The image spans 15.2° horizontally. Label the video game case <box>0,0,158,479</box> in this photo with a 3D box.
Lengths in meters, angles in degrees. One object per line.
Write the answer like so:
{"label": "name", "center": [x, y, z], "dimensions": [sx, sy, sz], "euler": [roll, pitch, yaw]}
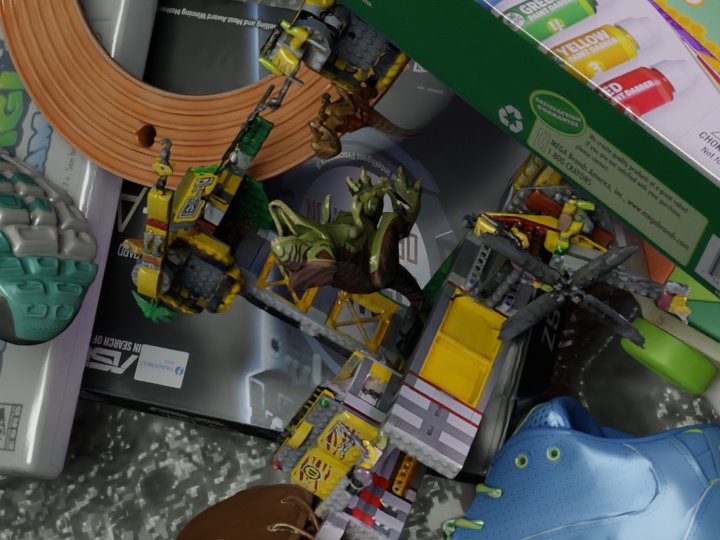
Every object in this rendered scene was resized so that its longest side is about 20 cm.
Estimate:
{"label": "video game case", "center": [-0.169, -0.023, 1.054], "dimensions": [0.182, 0.024, 0.200], "euler": [2, 76, 36]}

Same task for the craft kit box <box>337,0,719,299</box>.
{"label": "craft kit box", "center": [0.108, -0.102, 0.826], "dimensions": [0.200, 0.049, 0.198], "euler": [39, 52, 16]}

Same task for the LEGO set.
{"label": "LEGO set", "center": [0.000, 0.000, 0.871], "dimensions": [0.154, 0.200, 0.116], "euler": [36, 45, -12]}

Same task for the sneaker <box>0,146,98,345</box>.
{"label": "sneaker", "center": [-0.169, -0.012, 1.001], "dimensions": [0.200, 0.078, 0.091], "euler": [38, 110, 44]}

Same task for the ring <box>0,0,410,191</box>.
{"label": "ring", "center": [-0.049, -0.126, 0.974], "dimensions": [0.200, 0.019, 0.201], "euler": [-4, 82, 30]}

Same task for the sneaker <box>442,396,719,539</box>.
{"label": "sneaker", "center": [0.054, 0.104, 0.945], "dimensions": [0.200, 0.076, 0.105], "euler": [-15, 76, 21]}

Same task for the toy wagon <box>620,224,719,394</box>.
{"label": "toy wagon", "center": [0.183, -0.005, 0.865], "dimensions": [0.200, 0.040, 0.155], "euler": [31, 88, 22]}

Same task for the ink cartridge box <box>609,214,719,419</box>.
{"label": "ink cartridge box", "center": [0.202, -0.009, 0.928], "dimensions": [0.200, 0.084, 0.146], "euler": [-36, 69, 6]}

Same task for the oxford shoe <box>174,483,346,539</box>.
{"label": "oxford shoe", "center": [-0.033, 0.105, 0.924], "dimensions": [0.071, 0.200, 0.071], "euler": [42, 87, -12]}

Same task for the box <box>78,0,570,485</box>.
{"label": "box", "center": [-0.018, -0.015, 1.021], "dimensions": [0.200, 0.044, 0.160], "euler": [12, 81, 20]}
